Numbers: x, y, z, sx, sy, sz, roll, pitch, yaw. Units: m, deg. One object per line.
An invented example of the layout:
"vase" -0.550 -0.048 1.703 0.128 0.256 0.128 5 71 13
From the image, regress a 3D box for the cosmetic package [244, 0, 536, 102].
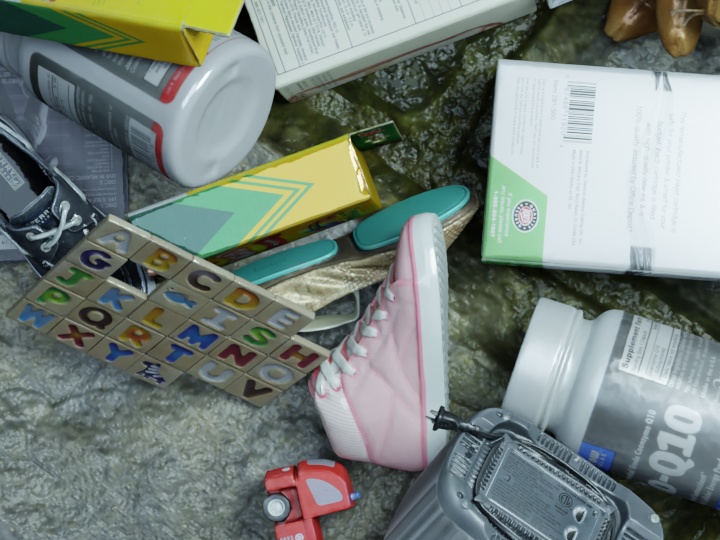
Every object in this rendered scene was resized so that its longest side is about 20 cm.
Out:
"cosmetic package" 0.019 -0.206 1.678 0.200 0.087 0.104 -19 85 5

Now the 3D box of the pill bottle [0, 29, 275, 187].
"pill bottle" -0.169 -0.151 1.643 0.200 0.114 0.114 31 90 25

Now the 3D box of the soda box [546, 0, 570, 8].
"soda box" 0.128 -0.291 1.651 0.068 0.063 0.200 -22 63 2

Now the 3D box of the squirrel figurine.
"squirrel figurine" 0.265 -0.239 1.609 0.141 0.187 0.200 20 89 6

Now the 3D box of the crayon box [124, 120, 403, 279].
"crayon box" -0.059 -0.048 1.657 0.200 0.127 0.051 -20 86 4

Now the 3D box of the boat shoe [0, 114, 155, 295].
"boat shoe" -0.228 -0.039 1.684 0.072 0.068 0.200 -39 86 1

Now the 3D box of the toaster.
"toaster" 0.102 0.188 1.613 0.200 0.129 0.114 33 49 -6

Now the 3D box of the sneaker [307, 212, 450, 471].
"sneaker" 0.012 0.054 1.647 0.104 0.075 0.201 2 116 7

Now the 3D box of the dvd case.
"dvd case" -0.250 -0.106 1.732 0.148 0.016 0.201 -3 86 3

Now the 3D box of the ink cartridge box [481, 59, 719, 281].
"ink cartridge box" 0.192 -0.069 1.658 0.199 0.084 0.147 5 88 5

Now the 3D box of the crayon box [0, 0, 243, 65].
"crayon box" -0.155 -0.213 1.569 0.199 0.051 0.127 12 66 19

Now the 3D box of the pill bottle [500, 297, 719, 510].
"pill bottle" 0.206 0.094 1.635 0.200 0.114 0.114 18 89 6

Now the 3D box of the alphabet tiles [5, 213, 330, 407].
"alphabet tiles" -0.130 0.039 1.641 0.200 0.167 0.008 27 53 -21

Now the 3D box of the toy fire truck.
"toy fire truck" 0.015 0.229 1.677 0.141 0.049 0.201 -13 86 4

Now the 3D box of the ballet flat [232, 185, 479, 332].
"ballet flat" 0.000 0.000 1.691 0.200 0.071 0.065 -20 113 6
